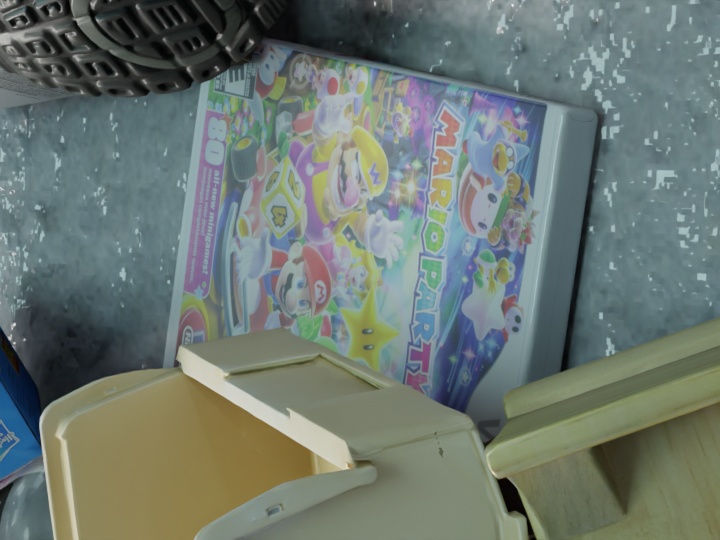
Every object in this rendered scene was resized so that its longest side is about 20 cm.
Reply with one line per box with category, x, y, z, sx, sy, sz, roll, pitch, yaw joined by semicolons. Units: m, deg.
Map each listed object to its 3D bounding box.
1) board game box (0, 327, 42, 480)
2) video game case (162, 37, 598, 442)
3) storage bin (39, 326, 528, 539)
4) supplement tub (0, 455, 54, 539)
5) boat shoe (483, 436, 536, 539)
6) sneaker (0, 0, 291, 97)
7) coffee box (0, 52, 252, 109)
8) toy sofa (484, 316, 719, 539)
board game box;-0.215;0.083;1.051;0.056;0.196;0.200;59;176;-7
video game case;0.000;0.000;0.977;0.200;0.018;0.144;17;102;50
storage bin;-0.021;0.131;0.826;0.200;0.093;0.199;-160;62;-72
supplement tub;-0.110;0.136;1.018;0.200;0.122;0.123;-36;61;37
boat shoe;0.087;0.073;0.824;0.200;0.072;0.072;-30;69;37
sneaker;-0.044;-0.126;0.945;0.076;0.199;0.091;66;-177;-50
coffee box;-0.121;-0.129;1.072;0.200;0.080;0.115;-6;75;52
toy sofa;0.108;0.114;0.746;0.083;0.098;0.201;-20;91;13
